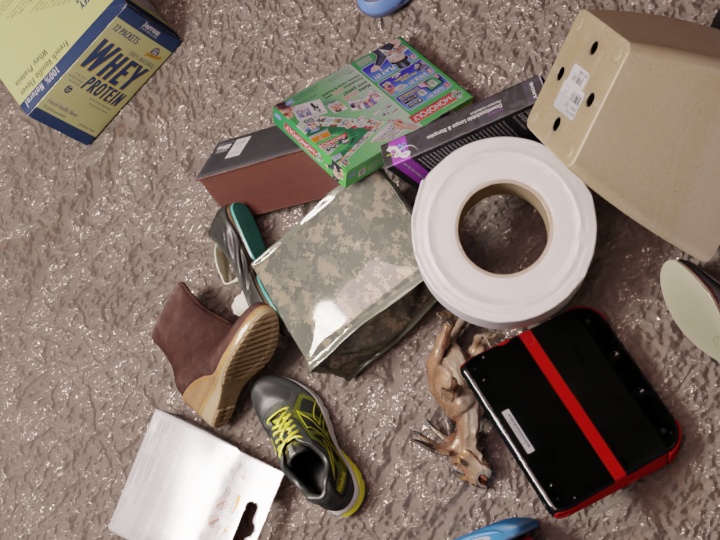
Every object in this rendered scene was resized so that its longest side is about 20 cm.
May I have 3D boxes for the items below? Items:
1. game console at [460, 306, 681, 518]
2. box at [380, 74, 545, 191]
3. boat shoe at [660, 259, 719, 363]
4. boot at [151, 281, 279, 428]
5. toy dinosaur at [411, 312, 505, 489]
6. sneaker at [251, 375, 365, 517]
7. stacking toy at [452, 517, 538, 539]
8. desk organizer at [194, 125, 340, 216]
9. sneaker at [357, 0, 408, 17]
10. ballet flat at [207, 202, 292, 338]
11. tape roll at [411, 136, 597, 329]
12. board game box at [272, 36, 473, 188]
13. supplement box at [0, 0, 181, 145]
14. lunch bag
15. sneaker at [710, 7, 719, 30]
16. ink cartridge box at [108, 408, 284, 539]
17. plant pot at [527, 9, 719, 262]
[{"bbox_3d":[0.225,0.144,1.582,0.176,0.031,0.201,-25,64,-15],"label":"game console"},{"bbox_3d":[0.140,-0.144,1.677,0.199,0.143,0.036,-21,68,20],"label":"box"},{"bbox_3d":[0.392,0.059,1.552,0.062,0.071,0.200,-23,57,-27],"label":"boat shoe"},{"bbox_3d":[-0.183,0.071,1.795,0.167,0.072,0.201,53,130,30],"label":"boot"},{"bbox_3d":[0.104,0.132,1.671,0.085,0.136,0.201,6,51,-14],"label":"toy dinosaur"},{"bbox_3d":[-0.068,0.195,1.732,0.074,0.085,0.200,-45,63,9],"label":"sneaker"},{"bbox_3d":[0.160,0.370,1.580,0.115,0.110,0.202,-24,79,17],"label":"stacking toy"},{"bbox_3d":[-0.099,-0.126,1.826,0.199,0.077,0.072,-11,38,39],"label":"desk organizer"},{"bbox_3d":[0.056,-0.400,1.814,0.074,0.082,0.201,42,99,26],"label":"sneaker"},{"bbox_3d":[-0.131,0.012,1.821,0.068,0.068,0.201,-39,62,25],"label":"ballet flat"},{"bbox_3d":[0.153,-0.040,1.609,0.200,0.071,0.205,-1,82,5],"label":"tape roll"},{"bbox_3d":[0.015,-0.189,1.748,0.199,0.029,0.135,-32,60,-26],"label":"board game box"},{"bbox_3d":[-0.385,-0.318,1.982,0.200,0.134,0.200,-46,63,10],"label":"supplement box"},{"bbox_3d":[0.000,0.000,1.727,0.200,0.117,0.165,-41,63,17],"label":"lunch bag"},{"bbox_3d":[0.467,-0.294,1.597,0.104,0.060,0.200,39,93,33],"label":"sneaker"},{"bbox_3d":[-0.192,0.278,1.799,0.199,0.050,0.162,21,88,25],"label":"ink cartridge box"},{"bbox_3d":[0.289,-0.159,1.517,0.201,0.176,0.200,-64,23,17],"label":"plant pot"}]
